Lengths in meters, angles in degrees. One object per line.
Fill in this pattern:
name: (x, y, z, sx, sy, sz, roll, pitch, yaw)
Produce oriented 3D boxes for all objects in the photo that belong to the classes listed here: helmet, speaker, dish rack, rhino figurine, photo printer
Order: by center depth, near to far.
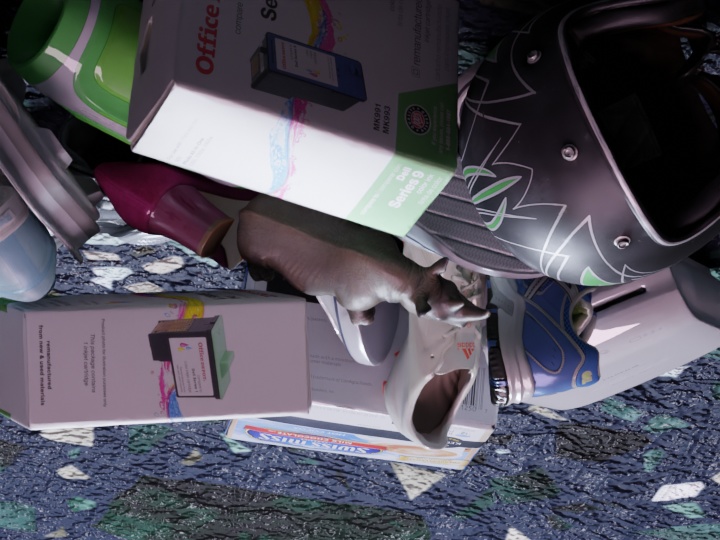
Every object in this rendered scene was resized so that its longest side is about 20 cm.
helmet: (0.155, -0.083, 1.603, 0.190, 0.201, 0.200, -26, 154, -16)
dish rack: (-0.231, -0.097, 1.681, 0.043, 0.172, 0.200, -35, 169, -2)
speaker: (-0.137, -0.126, 1.701, 0.199, 0.089, 0.088, 27, 143, -33)
rhino figurine: (0.000, 0.000, 1.718, 0.199, 0.060, 0.088, 21, 163, 24)
photo printer: (0.184, 0.044, 1.869, 0.166, 0.070, 0.200, -24, 166, 15)

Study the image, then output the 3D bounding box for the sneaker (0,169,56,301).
sneaker: (-0.247, -0.015, 1.720, 0.074, 0.200, 0.082, -31, 104, -3)

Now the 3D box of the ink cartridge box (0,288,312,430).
ink cartridge box: (-0.147, 0.059, 1.752, 0.199, 0.085, 0.145, -2, -177, -18)

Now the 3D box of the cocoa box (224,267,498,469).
cocoa box: (0.003, 0.065, 1.942, 0.198, 0.134, 0.131, 8, 160, -6)

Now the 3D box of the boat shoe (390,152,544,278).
boat shoe: (0.050, -0.051, 1.727, 0.199, 0.074, 0.067, 24, 179, 4)

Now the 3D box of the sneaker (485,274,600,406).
sneaker: (0.125, 0.020, 1.751, 0.076, 0.201, 0.076, -3, 133, 3)

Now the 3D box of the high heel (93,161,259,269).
high heel: (-0.121, -0.052, 1.800, 0.096, 0.068, 0.200, 33, -176, 9)

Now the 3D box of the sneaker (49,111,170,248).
sneaker: (-0.221, -0.066, 1.830, 0.198, 0.076, 0.114, -7, 147, 7)

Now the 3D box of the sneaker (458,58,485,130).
sneaker: (0.142, -0.076, 1.741, 0.078, 0.080, 0.200, -42, 135, 17)

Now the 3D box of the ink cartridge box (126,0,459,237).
ink cartridge box: (-0.041, -0.126, 1.629, 0.199, 0.146, 0.088, 16, 143, -18)

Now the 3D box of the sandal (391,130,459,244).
sandal: (0.051, -0.058, 1.833, 0.076, 0.043, 0.200, 18, 147, -22)

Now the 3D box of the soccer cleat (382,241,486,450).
soccer cleat: (0.062, 0.032, 1.799, 0.069, 0.078, 0.201, -1, 116, -24)

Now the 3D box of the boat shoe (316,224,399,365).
boat shoe: (-0.022, -0.024, 1.832, 0.065, 0.074, 0.201, 2, 117, 31)
